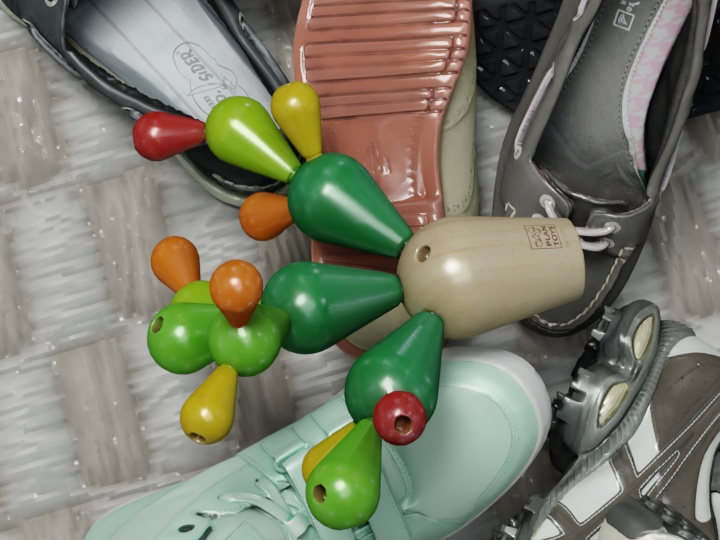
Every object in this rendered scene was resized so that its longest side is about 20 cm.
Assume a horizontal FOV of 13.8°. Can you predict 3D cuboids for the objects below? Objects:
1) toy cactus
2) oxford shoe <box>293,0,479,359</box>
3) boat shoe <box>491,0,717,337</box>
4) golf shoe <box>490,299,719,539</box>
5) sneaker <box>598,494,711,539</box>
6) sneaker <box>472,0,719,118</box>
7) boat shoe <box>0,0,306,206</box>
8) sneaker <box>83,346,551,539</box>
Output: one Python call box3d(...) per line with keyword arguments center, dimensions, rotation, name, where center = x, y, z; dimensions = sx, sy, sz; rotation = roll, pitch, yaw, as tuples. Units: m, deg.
box3d(center=(0.000, 0.000, 1.096), dimensions=(0.164, 0.103, 0.200), rotation=(-10, 41, -12), name="toy cactus")
box3d(center=(0.015, -0.061, 1.193), dimensions=(0.070, 0.074, 0.201), rotation=(3, 85, 17), name="oxford shoe")
box3d(center=(0.094, -0.060, 1.162), dimensions=(0.066, 0.057, 0.201), rotation=(17, 111, 1), name="boat shoe")
box3d(center=(0.097, 0.114, 1.168), dimensions=(0.094, 0.078, 0.201), rotation=(27, 81, -1), name="golf shoe")
box3d(center=(0.140, 0.175, 1.136), dimensions=(0.093, 0.070, 0.200), rotation=(-45, 120, -5), name="sneaker")
box3d(center=(0.138, -0.108, 1.222), dimensions=(0.199, 0.072, 0.083), rotation=(-1, 36, 7), name="sneaker")
box3d(center=(-0.096, -0.109, 1.190), dimensions=(0.074, 0.066, 0.200), rotation=(-38, 86, -9), name="boat shoe")
box3d(center=(-0.019, 0.100, 1.112), dimensions=(0.200, 0.118, 0.074), rotation=(-26, 102, 10), name="sneaker")
